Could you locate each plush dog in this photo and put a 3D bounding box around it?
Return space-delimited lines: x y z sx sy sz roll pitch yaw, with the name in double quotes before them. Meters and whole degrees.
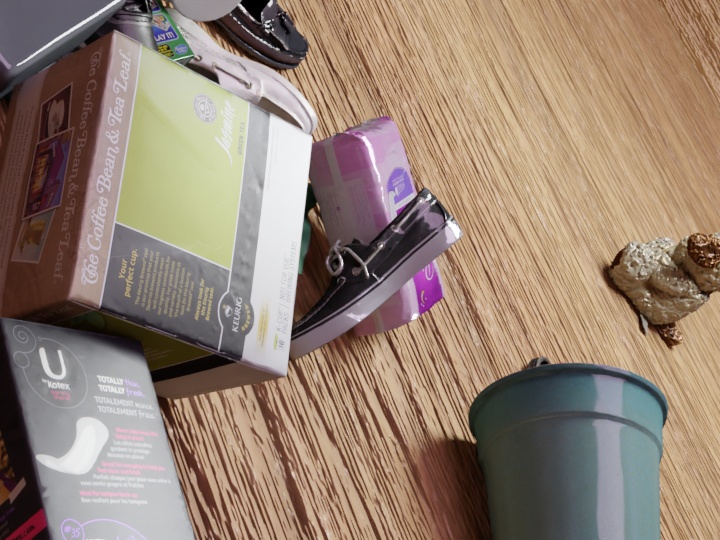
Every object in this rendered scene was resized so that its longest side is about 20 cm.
"plush dog" 0.486 0.005 1.866 0.200 0.172 0.161 -7 66 -59

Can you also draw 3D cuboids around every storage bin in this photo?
"storage bin" -0.274 -0.218 0.966 0.134 0.145 0.200 51 43 -12

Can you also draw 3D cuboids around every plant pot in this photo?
"plant pot" 0.203 0.225 1.221 0.200 0.200 0.197 33 45 -34

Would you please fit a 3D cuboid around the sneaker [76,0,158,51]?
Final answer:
"sneaker" -0.212 -0.255 1.081 0.076 0.087 0.201 -10 70 -47

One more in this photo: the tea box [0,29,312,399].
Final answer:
"tea box" -0.155 -0.031 0.928 0.196 0.133 0.201 26 60 -41

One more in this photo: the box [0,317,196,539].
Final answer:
"box" -0.187 0.146 0.786 0.122 0.106 0.201 17 46 -51

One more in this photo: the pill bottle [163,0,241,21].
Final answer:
"pill bottle" -0.184 -0.329 1.228 0.109 0.109 0.200 18 27 -47

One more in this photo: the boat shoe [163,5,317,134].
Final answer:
"boat shoe" -0.136 -0.172 1.233 0.199 0.071 0.069 31 47 -14

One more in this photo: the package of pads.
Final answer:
"package of pads" 0.015 -0.046 1.256 0.120 0.075 0.201 -34 110 -64

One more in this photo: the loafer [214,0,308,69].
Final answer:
"loafer" -0.122 -0.285 1.372 0.200 0.063 0.072 29 39 -39

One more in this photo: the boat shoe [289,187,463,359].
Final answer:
"boat shoe" 0.001 0.000 1.158 0.068 0.199 0.074 52 -7 -5

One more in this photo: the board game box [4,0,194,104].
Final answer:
"board game box" -0.252 -0.218 1.107 0.200 0.029 0.135 -28 85 -50

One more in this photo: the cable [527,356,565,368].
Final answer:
"cable" 0.207 0.142 1.434 0.200 0.050 0.097 -6 64 -59

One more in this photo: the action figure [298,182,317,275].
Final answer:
"action figure" -0.125 -0.087 1.173 0.200 0.055 0.118 39 34 -34
